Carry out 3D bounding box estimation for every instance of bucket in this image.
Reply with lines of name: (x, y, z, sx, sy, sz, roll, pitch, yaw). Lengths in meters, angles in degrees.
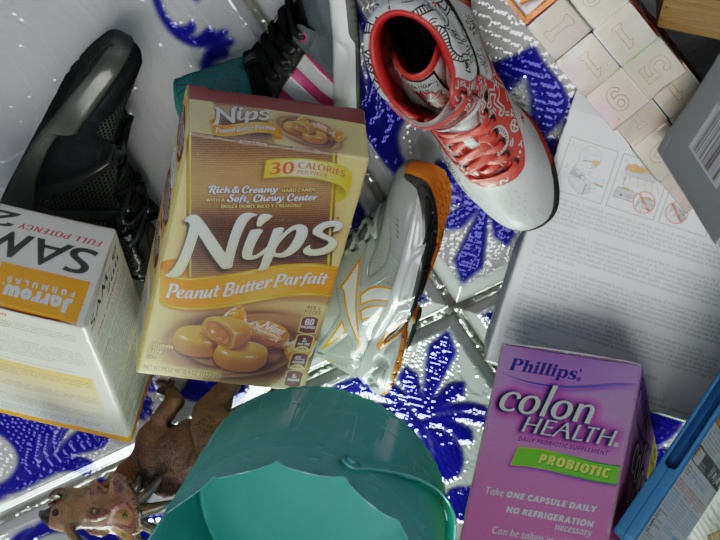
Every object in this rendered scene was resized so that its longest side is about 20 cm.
bucket: (-0.036, 0.184, 1.428, 0.205, 0.135, 0.209, 5, 116, 10)

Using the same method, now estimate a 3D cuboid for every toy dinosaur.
toy dinosaur: (-0.115, 0.136, 1.545, 0.199, 0.136, 0.086, -27, 115, 21)

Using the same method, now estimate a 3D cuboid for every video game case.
video game case: (0.236, 0.100, 1.433, 0.018, 0.143, 0.201, 33, 86, 22)

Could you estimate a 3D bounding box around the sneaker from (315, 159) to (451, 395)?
sneaker: (0.000, 0.000, 1.472, 0.091, 0.076, 0.201, 21, 134, 5)

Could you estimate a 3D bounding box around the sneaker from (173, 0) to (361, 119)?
sneaker: (-0.060, -0.130, 1.410, 0.119, 0.084, 0.202, -2, 123, -3)

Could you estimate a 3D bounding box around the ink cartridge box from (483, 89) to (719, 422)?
ink cartridge box: (0.187, -0.011, 1.481, 0.161, 0.057, 0.202, 17, 102, -3)

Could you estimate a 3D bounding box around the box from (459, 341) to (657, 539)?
box: (0.129, 0.177, 1.458, 0.096, 0.202, 0.176, 7, 158, 14)

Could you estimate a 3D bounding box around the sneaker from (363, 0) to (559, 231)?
sneaker: (0.061, -0.095, 1.383, 0.067, 0.108, 0.203, -17, 111, 22)

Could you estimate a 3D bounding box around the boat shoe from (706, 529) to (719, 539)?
boat shoe: (0.258, 0.274, 1.619, 0.068, 0.074, 0.202, -5, 122, 4)

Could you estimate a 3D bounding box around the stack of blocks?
stack of blocks: (0.158, -0.132, 1.349, 0.058, 0.115, 0.200, -37, 111, 12)

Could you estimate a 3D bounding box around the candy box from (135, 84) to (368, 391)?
candy box: (-0.072, -0.017, 1.408, 0.114, 0.056, 0.201, 7, 130, -12)

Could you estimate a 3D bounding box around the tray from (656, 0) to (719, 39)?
tray: (0.278, -0.161, 1.332, 0.198, 0.099, 0.037, 13, 122, -1)

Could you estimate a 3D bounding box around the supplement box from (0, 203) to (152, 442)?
supplement box: (-0.214, 0.034, 1.471, 0.125, 0.074, 0.200, 13, 156, 9)

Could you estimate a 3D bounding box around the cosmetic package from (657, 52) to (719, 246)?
cosmetic package: (0.286, -0.043, 1.314, 0.199, 0.107, 0.091, 17, 119, -29)

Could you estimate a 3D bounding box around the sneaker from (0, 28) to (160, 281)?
sneaker: (-0.166, -0.068, 1.465, 0.113, 0.077, 0.200, 25, 125, -10)
